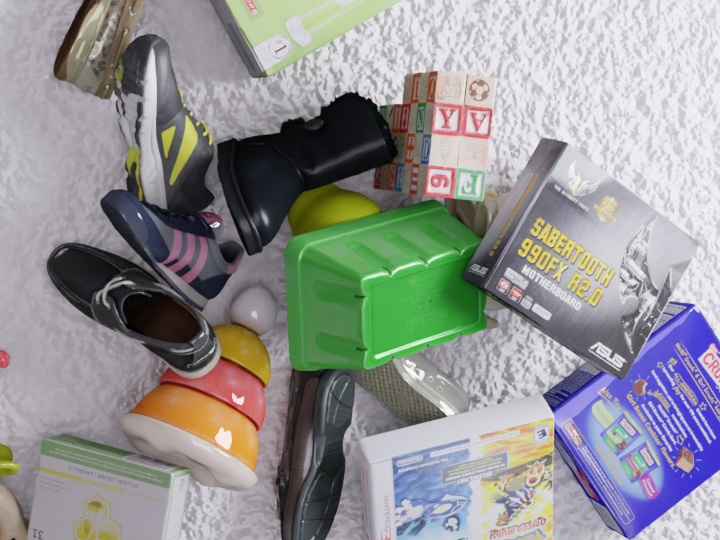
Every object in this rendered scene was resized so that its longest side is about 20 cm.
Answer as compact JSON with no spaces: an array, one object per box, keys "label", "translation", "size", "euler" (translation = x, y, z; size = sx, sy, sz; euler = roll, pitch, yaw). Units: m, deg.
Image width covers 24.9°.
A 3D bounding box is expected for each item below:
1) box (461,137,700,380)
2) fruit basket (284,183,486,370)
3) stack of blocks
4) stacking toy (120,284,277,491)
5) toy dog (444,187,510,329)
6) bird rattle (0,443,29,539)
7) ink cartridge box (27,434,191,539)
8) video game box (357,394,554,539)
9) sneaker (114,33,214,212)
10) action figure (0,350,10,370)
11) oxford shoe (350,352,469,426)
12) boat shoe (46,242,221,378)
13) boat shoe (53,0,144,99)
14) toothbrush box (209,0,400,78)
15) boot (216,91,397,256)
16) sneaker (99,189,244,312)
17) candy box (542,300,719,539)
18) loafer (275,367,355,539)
[{"label":"box","translation":[0.215,-0.009,1.571],"size":[0.200,0.048,0.159],"euler":[33,86,-29]},{"label":"fruit basket","translation":[0.000,0.000,1.590],"size":[0.214,0.216,0.156],"euler":[-6,109,-13]},{"label":"stack of blocks","translation":[0.068,-0.130,1.576],"size":[0.058,0.200,0.116],"euler":[5,93,-14]},{"label":"stacking toy","translation":[-0.133,0.104,1.603],"size":[0.146,0.146,0.201],"euler":[30,73,-15]},{"label":"toy dog","translation":[0.196,-0.024,1.655],"size":[0.199,0.140,0.195],"euler":[-2,109,-14]},{"label":"bird rattle","translation":[-0.402,0.245,1.556],"size":[0.200,0.113,0.163],"euler":[-39,120,-4]},{"label":"ink cartridge box","translation":[-0.248,0.271,1.562],"size":[0.145,0.048,0.201],"euler":[12,95,19]},{"label":"video game box","translation":[0.100,0.230,1.666],"size":[0.199,0.047,0.183],"euler":[-13,128,-12]},{"label":"sneaker","translation":[-0.185,-0.137,1.570],"size":[0.084,0.074,0.201],"euler":[-15,126,-25]},{"label":"action figure","translation":[-0.432,0.116,1.559],"size":[0.199,0.052,0.066],"euler":[-20,97,-14]},{"label":"oxford shoe","translation":[0.035,0.095,1.670],"size":[0.200,0.075,0.058],"euler":[44,43,-6]},{"label":"boat shoe","translation":[-0.220,0.026,1.554],"size":[0.200,0.068,0.072],"euler":[32,77,19]},{"label":"boat shoe","translation":[-0.224,-0.263,1.561],"size":[0.062,0.073,0.201],"euler":[27,100,-21]},{"label":"toothbrush box","translation":[-0.049,-0.298,1.589],"size":[0.199,0.086,0.146],"euler":[-32,102,-8]},{"label":"boot","translation":[-0.048,-0.099,1.544],"size":[0.167,0.200,0.077],"euler":[-19,115,2]},{"label":"sneaker","translation":[-0.177,-0.038,1.552],"size":[0.082,0.200,0.070],"euler":[-45,60,-5]},{"label":"candy box","translation":[0.309,0.156,1.731],"size":[0.200,0.077,0.169],"euler":[-35,102,-7]},{"label":"loafer","translation":[-0.054,0.191,1.661],"size":[0.072,0.063,0.201],"euler":[5,98,-56]}]
